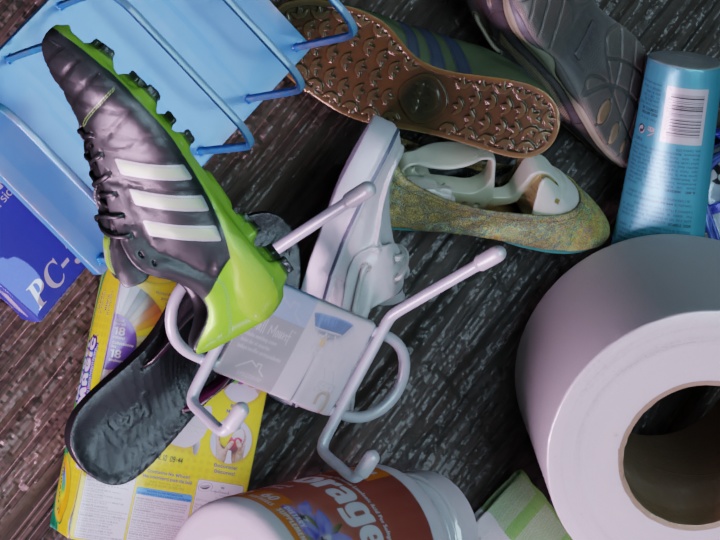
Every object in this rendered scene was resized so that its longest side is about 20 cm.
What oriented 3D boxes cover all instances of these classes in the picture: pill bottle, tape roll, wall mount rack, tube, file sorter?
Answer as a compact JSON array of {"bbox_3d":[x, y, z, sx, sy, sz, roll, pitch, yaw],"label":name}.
[{"bbox_3d":[-0.017,0.183,1.391,0.200,0.112,0.113,-8,97,-51],"label":"pill bottle"},{"bbox_3d":[0.211,0.093,1.465,0.202,0.139,0.203,-2,112,-4],"label":"tape roll"},{"bbox_3d":[-0.012,0.032,1.328,0.200,0.075,0.174,24,97,-41],"label":"wall mount rack"},{"bbox_3d":[0.208,-0.048,1.509,0.050,0.077,0.201,-24,126,-57],"label":"tube"},{"bbox_3d":[-0.122,-0.116,1.297,0.139,0.123,0.200,46,75,-16],"label":"file sorter"}]

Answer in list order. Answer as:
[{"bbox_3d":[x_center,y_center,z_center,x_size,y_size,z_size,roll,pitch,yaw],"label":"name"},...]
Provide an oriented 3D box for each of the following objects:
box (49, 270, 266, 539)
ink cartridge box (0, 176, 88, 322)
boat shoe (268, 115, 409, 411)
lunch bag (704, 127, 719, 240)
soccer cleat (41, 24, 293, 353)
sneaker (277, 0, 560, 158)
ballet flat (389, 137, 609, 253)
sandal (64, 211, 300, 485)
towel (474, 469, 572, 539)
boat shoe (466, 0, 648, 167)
[{"bbox_3d":[-0.120,0.077,1.399,0.117,0.048,0.201,13,90,-25],"label":"box"},{"bbox_3d":[-0.174,-0.074,1.365,0.094,0.044,0.200,43,75,-19],"label":"ink cartridge box"},{"bbox_3d":[0.000,0.000,1.413,0.065,0.074,0.201,19,111,1],"label":"boat shoe"},{"bbox_3d":[0.311,-0.040,1.582,0.200,0.076,0.161,-22,101,-24],"label":"lunch bag"},{"bbox_3d":[-0.119,-0.042,1.200,0.081,0.068,0.200,-38,106,-5],"label":"soccer cleat"},{"bbox_3d":[0.037,-0.126,1.451,0.200,0.090,0.067,21,101,4],"label":"sneaker"},{"bbox_3d":[0.089,-0.054,1.473,0.199,0.071,0.071,6,90,-23],"label":"ballet flat"},{"bbox_3d":[-0.099,0.051,1.356,0.075,0.048,0.201,43,76,-21],"label":"sandal"},{"bbox_3d":[0.083,0.255,1.520,0.200,0.031,0.149,-45,112,-19],"label":"towel"},{"bbox_3d":[0.138,-0.146,1.495,0.075,0.073,0.200,-56,134,-19],"label":"boat shoe"}]
